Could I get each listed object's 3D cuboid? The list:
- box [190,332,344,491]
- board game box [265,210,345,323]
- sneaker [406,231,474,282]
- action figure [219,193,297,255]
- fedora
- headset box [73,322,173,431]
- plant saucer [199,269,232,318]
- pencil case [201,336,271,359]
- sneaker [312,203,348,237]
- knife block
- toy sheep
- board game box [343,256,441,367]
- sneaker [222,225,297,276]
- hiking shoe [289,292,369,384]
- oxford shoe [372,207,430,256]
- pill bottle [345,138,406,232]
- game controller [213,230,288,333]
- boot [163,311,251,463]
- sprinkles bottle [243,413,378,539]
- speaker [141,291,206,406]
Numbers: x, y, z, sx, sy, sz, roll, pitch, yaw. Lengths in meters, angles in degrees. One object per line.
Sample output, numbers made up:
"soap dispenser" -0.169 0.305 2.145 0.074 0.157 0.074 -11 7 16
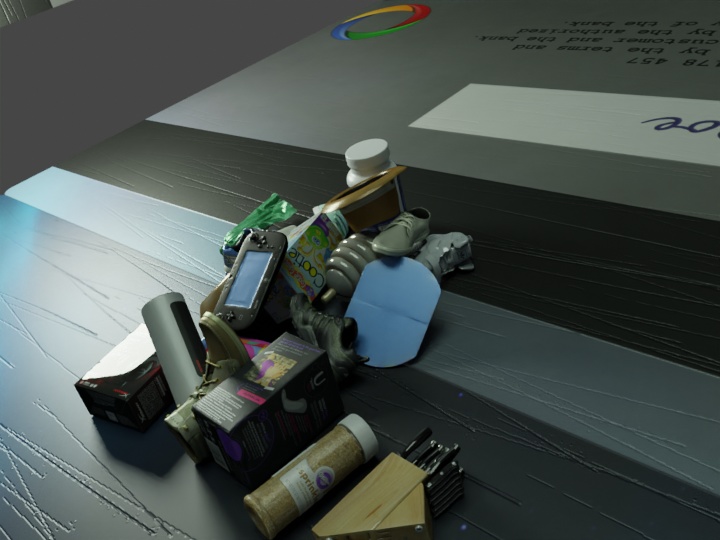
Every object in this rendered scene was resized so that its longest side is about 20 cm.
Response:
"box" -0.137 0.210 1.122 0.105 0.124 0.199 18 44 43
"board game box" -0.118 -0.009 1.449 0.104 0.104 0.201 -28 18 41
"sneaker" 0.152 -0.016 1.398 0.112 0.076 0.201 -6 29 20
"action figure" -0.252 -0.099 1.731 0.199 0.055 0.117 -37 38 -19
"fedora" 0.019 -0.128 1.406 0.197 0.083 0.201 -26 10 5
"headset box" -0.386 0.180 1.326 0.146 0.078 0.200 7 39 33
"plant saucer" -0.254 0.026 1.443 0.200 0.035 0.200 -45 8 8
"pencil case" -0.190 0.155 1.272 0.196 0.090 0.089 4 35 28
"sneaker" -0.036 -0.116 1.637 0.116 0.075 0.201 -24 29 -2
"knife block" 0.042 0.290 0.973 0.195 0.065 0.177 -11 31 8
"toy sheep" 0.000 0.000 1.394 0.136 0.140 0.199 17 44 41
"board game box" 0.056 0.077 1.288 0.155 0.039 0.203 16 74 27
"sneaker" -0.218 -0.059 1.622 0.198 0.087 0.077 -31 34 -25
"hiking shoe" -0.054 0.107 1.266 0.099 0.076 0.202 -28 52 -3
"oxford shoe" 0.078 -0.074 1.365 0.074 0.059 0.199 20 27 21
"pill bottle" 0.034 -0.168 1.570 0.113 0.203 0.117 -10 30 6
"game controller" -0.196 0.019 1.317 0.103 0.042 0.203 -1 60 41
"boot" -0.240 0.183 1.138 0.154 0.203 0.071 -36 31 -30
"sprinkles bottle" -0.066 0.285 1.026 0.198 0.069 0.068 -34 35 -26
"speaker" -0.302 0.144 1.245 0.080 0.082 0.203 -22 70 -13
